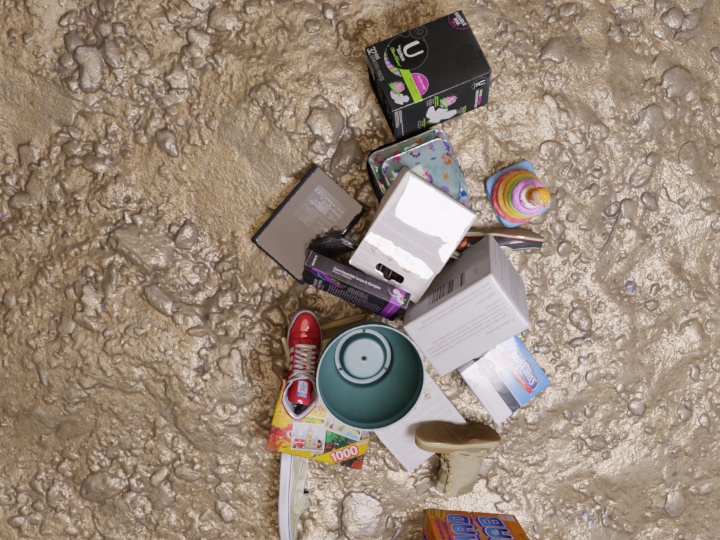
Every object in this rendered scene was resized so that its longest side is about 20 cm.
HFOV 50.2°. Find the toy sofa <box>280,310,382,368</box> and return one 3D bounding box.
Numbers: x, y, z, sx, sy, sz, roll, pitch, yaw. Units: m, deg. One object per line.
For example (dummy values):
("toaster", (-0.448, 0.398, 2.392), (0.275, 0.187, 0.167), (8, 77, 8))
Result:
("toy sofa", (-0.057, 0.145, 1.543), (0.198, 0.083, 0.098), (-15, 103, -2))

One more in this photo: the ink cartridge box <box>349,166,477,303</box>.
("ink cartridge box", (0.094, -0.064, 1.416), (0.160, 0.050, 0.201), (30, 103, -14))

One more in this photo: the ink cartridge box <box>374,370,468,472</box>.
("ink cartridge box", (0.106, 0.296, 1.555), (0.162, 0.050, 0.200), (-37, 118, 1))

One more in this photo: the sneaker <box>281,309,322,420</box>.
("sneaker", (-0.109, 0.181, 1.446), (0.071, 0.113, 0.202), (4, 100, -6))

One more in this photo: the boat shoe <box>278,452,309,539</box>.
("boat shoe", (-0.136, 0.465, 1.581), (0.061, 0.072, 0.202), (1, 94, -2))

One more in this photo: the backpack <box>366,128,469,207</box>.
("backpack", (0.119, -0.160, 1.493), (0.176, 0.151, 0.201), (-21, 102, -2))

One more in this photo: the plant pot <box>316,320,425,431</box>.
("plant pot", (0.013, 0.181, 1.445), (0.198, 0.134, 0.202), (-1, 102, -6))

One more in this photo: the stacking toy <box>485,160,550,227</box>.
("stacking toy", (0.322, -0.142, 1.476), (0.109, 0.200, 0.117), (-27, 99, -1))

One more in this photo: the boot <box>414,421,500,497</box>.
("boot", (0.175, 0.386, 1.557), (0.199, 0.073, 0.156), (6, 117, -33))

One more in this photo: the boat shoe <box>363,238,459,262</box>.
("boat shoe", (0.097, -0.028, 1.518), (0.198, 0.075, 0.063), (4, 90, 17))

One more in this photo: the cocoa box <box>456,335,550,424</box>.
("cocoa box", (0.260, 0.183, 1.509), (0.131, 0.200, 0.134), (-37, 99, 1))

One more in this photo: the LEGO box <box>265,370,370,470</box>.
("LEGO box", (-0.078, 0.303, 1.562), (0.198, 0.077, 0.150), (13, 96, -5))

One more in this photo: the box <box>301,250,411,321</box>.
("box", (-0.012, 0.031, 1.439), (0.199, 0.143, 0.036), (23, 76, -2))

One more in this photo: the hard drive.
("hard drive", (-0.104, -0.091, 1.537), (0.139, 0.033, 0.200), (41, 92, -8))

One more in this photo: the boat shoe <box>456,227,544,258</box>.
("boat shoe", (0.270, -0.051, 1.549), (0.198, 0.071, 0.063), (1, 104, -2))

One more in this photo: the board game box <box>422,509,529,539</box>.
("board game box", (0.232, 0.626, 1.558), (0.198, 0.200, 0.202), (5, 96, -4))

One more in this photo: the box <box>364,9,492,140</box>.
("box", (0.128, -0.367, 1.454), (0.199, 0.124, 0.150), (-21, 73, -2))

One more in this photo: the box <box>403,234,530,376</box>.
("box", (0.202, 0.063, 1.462), (0.198, 0.200, 0.131), (-32, 105, 20))

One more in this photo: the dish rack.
("dish rack", (0.000, 0.000, 1.483), (0.199, 0.153, 0.055), (28, 70, -22))
